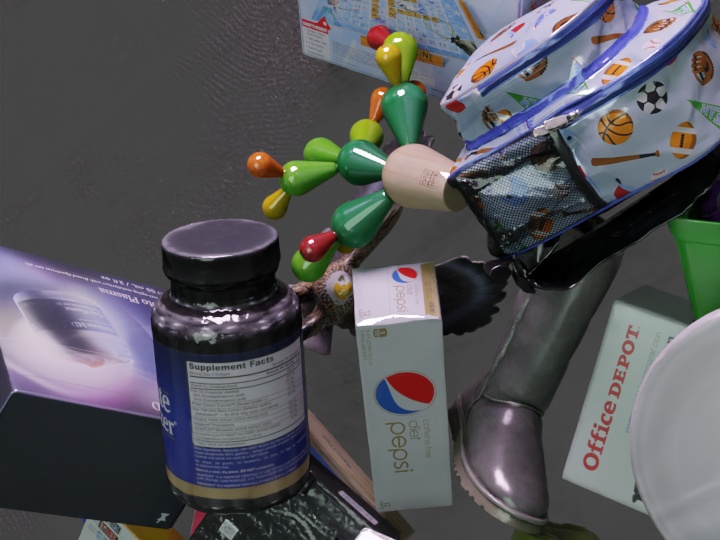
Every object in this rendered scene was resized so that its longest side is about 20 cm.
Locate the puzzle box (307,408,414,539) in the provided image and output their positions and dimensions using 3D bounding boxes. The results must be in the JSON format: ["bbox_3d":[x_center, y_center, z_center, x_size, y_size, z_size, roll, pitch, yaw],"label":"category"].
[{"bbox_3d":[-0.065,0.189,1.108,0.200,0.025,0.133,47,113,13],"label":"puzzle box"}]

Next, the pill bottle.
[{"bbox_3d":[-0.096,0.069,0.972,0.112,0.112,0.200,8,112,27],"label":"pill bottle"}]

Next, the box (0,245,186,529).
[{"bbox_3d":[-0.240,0.095,1.089,0.123,0.200,0.198,-56,41,22],"label":"box"}]

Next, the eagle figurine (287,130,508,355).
[{"bbox_3d":[0.002,0.003,1.049,0.200,0.151,0.152,-29,126,-1],"label":"eagle figurine"}]

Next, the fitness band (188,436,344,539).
[{"bbox_3d":[-0.076,0.223,1.151,0.143,0.037,0.200,20,106,22],"label":"fitness band"}]

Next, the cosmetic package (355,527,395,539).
[{"bbox_3d":[0.019,0.299,1.012,0.073,0.104,0.200,21,145,24],"label":"cosmetic package"}]

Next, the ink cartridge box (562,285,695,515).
[{"bbox_3d":[0.262,0.113,0.930,0.200,0.083,0.146,20,106,24],"label":"ink cartridge box"}]

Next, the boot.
[{"bbox_3d":[0.139,0.067,0.960,0.200,0.072,0.182,-57,26,20],"label":"boot"}]

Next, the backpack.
[{"bbox_3d":[0.157,-0.110,0.865,0.190,0.200,0.154,-21,114,27],"label":"backpack"}]

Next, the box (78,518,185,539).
[{"bbox_3d":[-0.192,0.281,1.191,0.200,0.041,0.119,40,132,14],"label":"box"}]

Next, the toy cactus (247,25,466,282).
[{"bbox_3d":[0.011,-0.082,0.944,0.165,0.102,0.200,21,77,46],"label":"toy cactus"}]

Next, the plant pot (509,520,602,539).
[{"bbox_3d":[0.153,0.292,0.968,0.200,0.200,0.190,15,90,26],"label":"plant pot"}]

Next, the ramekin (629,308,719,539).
[{"bbox_3d":[0.275,0.104,0.808,0.202,0.094,0.203,9,110,27],"label":"ramekin"}]

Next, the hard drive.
[{"bbox_3d":[-0.076,0.249,1.078,0.140,0.038,0.200,38,105,16],"label":"hard drive"}]

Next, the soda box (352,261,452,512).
[{"bbox_3d":[0.034,0.092,0.997,0.064,0.068,0.200,-6,129,1],"label":"soda box"}]

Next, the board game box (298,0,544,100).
[{"bbox_3d":[0.041,-0.225,0.973,0.200,0.041,0.200,22,140,23],"label":"board game box"}]

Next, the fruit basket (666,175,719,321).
[{"bbox_3d":[0.314,-0.062,0.857,0.215,0.155,0.216,13,120,24],"label":"fruit basket"}]
